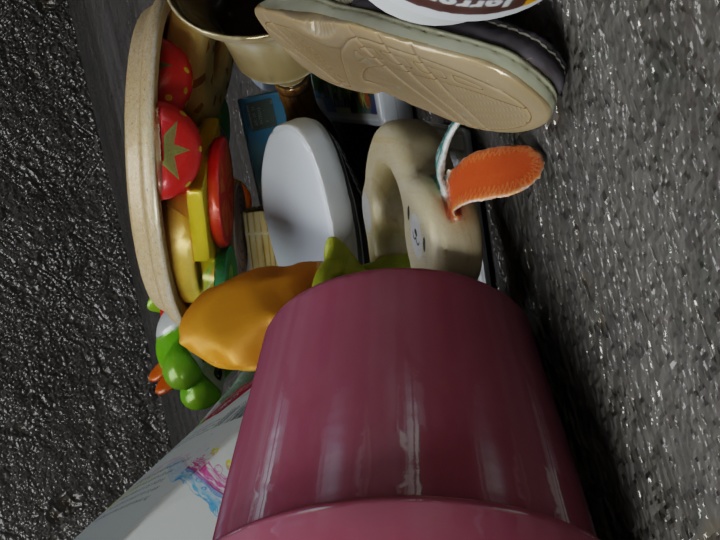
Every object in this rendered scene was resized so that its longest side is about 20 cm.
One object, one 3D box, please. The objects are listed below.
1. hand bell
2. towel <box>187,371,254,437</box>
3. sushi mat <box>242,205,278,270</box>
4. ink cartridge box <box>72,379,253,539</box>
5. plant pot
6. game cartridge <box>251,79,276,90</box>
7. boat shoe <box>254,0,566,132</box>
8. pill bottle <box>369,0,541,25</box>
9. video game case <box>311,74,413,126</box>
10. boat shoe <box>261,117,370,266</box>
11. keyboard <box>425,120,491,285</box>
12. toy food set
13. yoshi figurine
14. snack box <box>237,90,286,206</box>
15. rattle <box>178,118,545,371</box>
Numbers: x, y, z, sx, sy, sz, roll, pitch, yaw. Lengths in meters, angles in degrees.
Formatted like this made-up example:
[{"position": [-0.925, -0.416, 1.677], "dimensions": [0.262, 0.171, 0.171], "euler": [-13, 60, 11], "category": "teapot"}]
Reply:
[{"position": [-0.038, -0.105, 0.986], "dimensions": [0.201, 0.103, 0.105], "euler": [75, 176, -55], "category": "hand bell"}, {"position": [-0.073, 0.181, 1.048], "dimensions": [0.153, 0.200, 0.023], "euler": [46, 151, -11], "category": "towel"}, {"position": [-0.017, 0.045, 1.072], "dimensions": [0.012, 0.095, 0.201], "euler": [-72, -18, -55], "category": "sushi mat"}, {"position": [-0.062, 0.163, 0.962], "dimensions": [0.145, 0.200, 0.145], "euler": [52, 150, -5], "category": "ink cartridge box"}, {"position": [0.018, 0.108, 0.769], "dimensions": [0.201, 0.198, 0.180], "euler": [97, 173, -57], "category": "plant pot"}, {"position": [-0.082, -0.220, 1.254], "dimensions": [0.200, 0.041, 0.134], "euler": [-116, 15, -50], "category": "game cartridge"}, {"position": [0.024, -0.110, 0.760], "dimensions": [0.072, 0.065, 0.200], "euler": [39, 172, -32], "category": "boat shoe"}, {"position": [0.042, -0.150, 0.559], "dimensions": [0.200, 0.108, 0.110], "euler": [125, 132, -74], "category": "pill bottle"}, {"position": [-0.018, -0.178, 1.024], "dimensions": [0.200, 0.022, 0.184], "euler": [-157, 56, -75], "category": "video game case"}, {"position": [0.000, 0.000, 0.991], "dimensions": [0.072, 0.067, 0.201], "euler": [19, 131, 53], "category": "boat shoe"}, {"position": [0.058, 0.025, 0.891], "dimensions": [0.056, 0.011, 0.202], "euler": [-144, 44, -73], "category": "keyboard"}, {"position": [-0.096, -0.064, 1.007], "dimensions": [0.201, 0.048, 0.199], "euler": [-87, -6, -56], "category": "toy food set"}, {"position": [-0.084, 0.018, 1.211], "dimensions": [0.201, 0.112, 0.113], "euler": [-86, 18, -57], "category": "yoshi figurine"}, {"position": [-0.045, -0.038, 1.166], "dimensions": [0.200, 0.037, 0.117], "euler": [82, 175, -80], "category": "snack box"}, {"position": [-0.006, -0.020, 0.829], "dimensions": [0.200, 0.142, 0.131], "euler": [129, 149, -78], "category": "rattle"}]
